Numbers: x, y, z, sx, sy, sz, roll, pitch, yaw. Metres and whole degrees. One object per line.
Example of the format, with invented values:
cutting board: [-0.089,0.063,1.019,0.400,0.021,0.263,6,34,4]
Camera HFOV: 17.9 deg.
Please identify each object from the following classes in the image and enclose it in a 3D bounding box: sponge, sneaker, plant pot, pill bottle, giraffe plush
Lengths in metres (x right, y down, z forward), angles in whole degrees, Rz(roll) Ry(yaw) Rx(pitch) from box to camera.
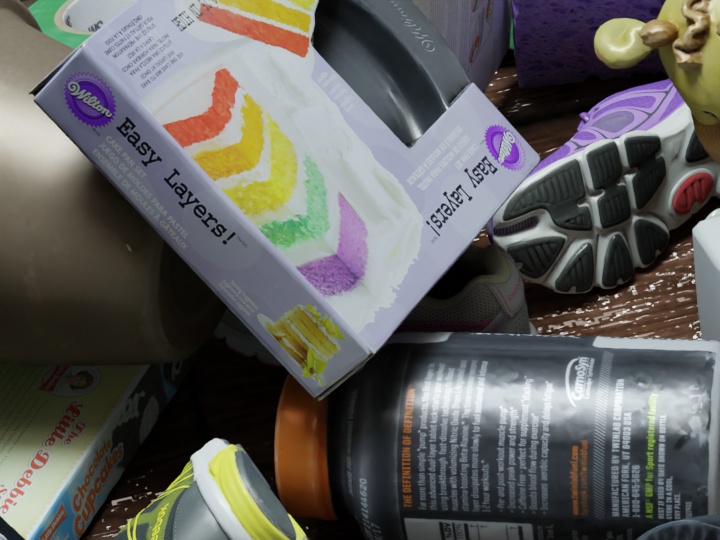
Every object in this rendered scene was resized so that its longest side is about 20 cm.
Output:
sponge: [0.137,-0.169,1.261,0.111,0.200,0.030,-5,63,4]
sneaker: [0.135,-0.050,1.224,0.200,0.081,0.083,-28,28,-37]
sneaker: [-0.073,0.119,0.962,0.085,0.200,0.075,-34,83,-9]
plant pot: [-0.150,-0.030,1.085,0.174,0.201,0.200,12,42,18]
sneaker: [0.000,0.000,1.140,0.200,0.088,0.081,13,42,14]
pill bottle: [0.064,0.080,1.025,0.200,0.106,0.106,2,39,13]
giraffe plush: [0.212,-0.112,1.111,0.172,0.200,0.162,-34,2,44]

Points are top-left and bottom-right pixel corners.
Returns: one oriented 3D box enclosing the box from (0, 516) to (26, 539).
box: [-0.196,0.184,0.867,0.200,0.124,0.197,34,85,41]

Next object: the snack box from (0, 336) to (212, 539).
snack box: [-0.166,0.072,1.138,0.116,0.037,0.200,7,40,22]

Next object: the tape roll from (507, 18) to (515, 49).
tape roll: [0.120,-0.225,1.330,0.200,0.201,0.048,-17,38,-11]

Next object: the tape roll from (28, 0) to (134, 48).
tape roll: [-0.102,-0.145,1.345,0.200,0.048,0.200,-11,22,5]

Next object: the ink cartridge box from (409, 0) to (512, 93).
ink cartridge box: [0.038,-0.143,1.225,0.043,0.200,0.174,15,49,14]

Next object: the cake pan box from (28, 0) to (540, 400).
cake pan box: [-0.025,-0.064,1.036,0.052,0.184,0.200,-38,5,40]

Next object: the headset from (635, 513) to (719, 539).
headset: [0.148,0.188,0.860,0.094,0.124,0.200,-7,55,-41]

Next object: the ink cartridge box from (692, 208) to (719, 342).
ink cartridge box: [0.256,0.043,1.053,0.144,0.084,0.200,-15,38,-7]
